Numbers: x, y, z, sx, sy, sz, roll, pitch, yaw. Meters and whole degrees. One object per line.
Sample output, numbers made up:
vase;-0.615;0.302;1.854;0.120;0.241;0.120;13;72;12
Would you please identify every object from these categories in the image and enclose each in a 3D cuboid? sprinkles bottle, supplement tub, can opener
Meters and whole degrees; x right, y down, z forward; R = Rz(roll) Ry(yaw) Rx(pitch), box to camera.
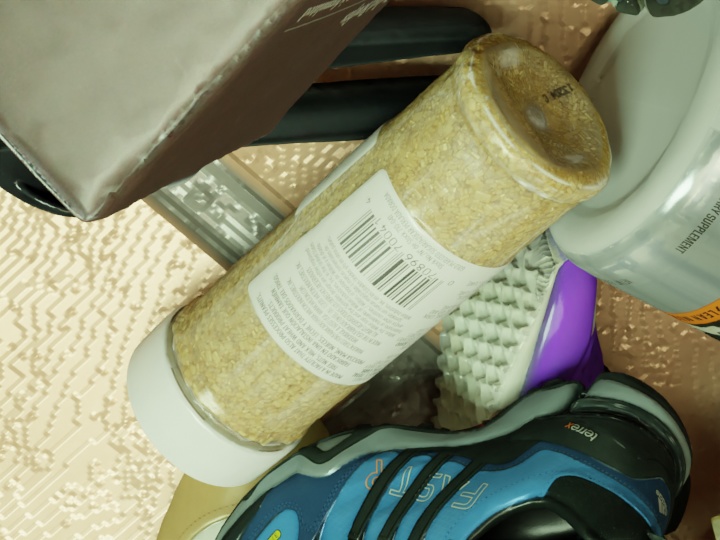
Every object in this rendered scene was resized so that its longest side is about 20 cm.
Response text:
sprinkles bottle;0.000;0.000;0.927;0.068;0.068;0.200;33;127;-23
supplement tub;0.177;-0.018;0.933;0.200;0.123;0.123;25;115;-20
can opener;-0.047;-0.066;0.910;0.199;0.079;0.064;-10;130;-14

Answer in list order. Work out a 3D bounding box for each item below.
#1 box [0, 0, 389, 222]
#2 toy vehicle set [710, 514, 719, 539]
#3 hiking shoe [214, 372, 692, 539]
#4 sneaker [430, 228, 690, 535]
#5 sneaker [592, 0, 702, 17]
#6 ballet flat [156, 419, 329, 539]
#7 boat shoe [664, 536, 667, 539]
box;-0.045;-0.151;0.770;0.164;0.166;0.200;45;109;2
toy vehicle set;0.210;0.122;1.015;0.124;0.027;0.200;-16;153;8
hiking shoe;0.021;0.099;0.931;0.200;0.087;0.074;-24;114;26
sneaker;0.082;0.063;1.008;0.099;0.070;0.201;0;126;-14
sneaker;0.126;-0.175;0.834;0.077;0.086;0.200;29;134;-15
ballet flat;-0.057;0.145;1.037;0.068;0.063;0.200;15;118;-16
boat shoe;0.122;0.162;1.025;0.063;0.073;0.201;-36;154;-2
